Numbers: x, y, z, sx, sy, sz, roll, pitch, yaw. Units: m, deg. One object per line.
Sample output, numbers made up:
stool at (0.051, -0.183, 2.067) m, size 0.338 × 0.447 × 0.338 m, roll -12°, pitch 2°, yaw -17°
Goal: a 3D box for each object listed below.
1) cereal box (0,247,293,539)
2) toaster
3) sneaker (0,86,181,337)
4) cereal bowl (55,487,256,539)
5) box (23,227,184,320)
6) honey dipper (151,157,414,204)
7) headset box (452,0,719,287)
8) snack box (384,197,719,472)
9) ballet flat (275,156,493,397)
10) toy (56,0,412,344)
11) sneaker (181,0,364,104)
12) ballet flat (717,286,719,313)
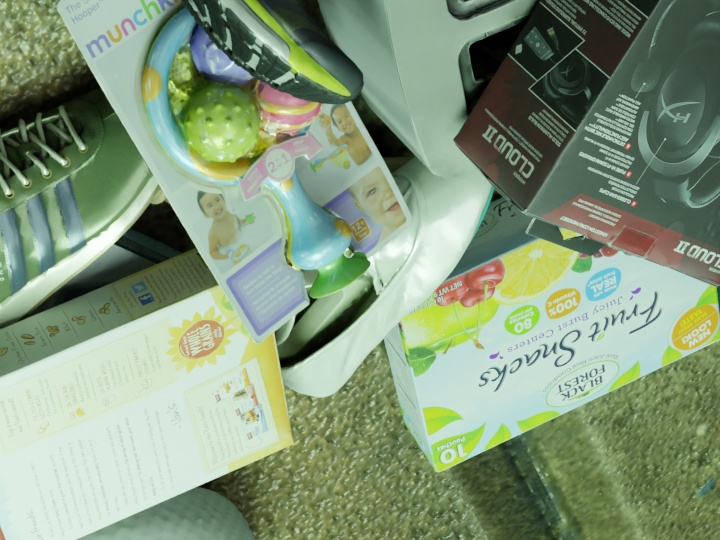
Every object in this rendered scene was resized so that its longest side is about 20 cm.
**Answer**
cereal box at (-0.139, 0.075, 1.235) m, size 0.200 × 0.040 × 0.144 m, roll -22°, pitch 138°, yaw -15°
toaster at (0.063, -0.165, 1.177) m, size 0.200 × 0.119 × 0.181 m, roll -23°, pitch 130°, yaw -12°
sneaker at (-0.177, -0.036, 1.171) m, size 0.200 × 0.067 × 0.090 m, roll -44°, pitch 138°, yaw 11°
cereal bowl at (-0.135, 0.219, 1.339) m, size 0.200 × 0.083 × 0.200 m, roll -25°, pitch 148°, yaw -17°
box at (-0.162, 0.069, 1.277) m, size 0.137 × 0.038 × 0.200 m, roll 27°, pitch 107°, yaw -41°
honey dipper at (-0.034, -0.056, 1.264) m, size 0.200 × 0.038 × 0.038 m, roll -2°, pitch 124°, yaw -33°
headset box at (0.154, -0.091, 1.149) m, size 0.149 × 0.077 × 0.200 m, roll 18°, pitch 112°, yaw -39°
snack box at (0.112, 0.018, 1.382) m, size 0.200 × 0.053 × 0.142 m, roll -24°, pitch 133°, yaw -11°
ballet flat at (0.000, 0.000, 1.274) m, size 0.069 × 0.069 × 0.200 m, roll 10°, pitch 134°, yaw -34°
toy at (-0.050, -0.076, 1.160) m, size 0.115 × 0.047 × 0.200 m, roll -38°, pitch 113°, yaw -25°
sneaker at (-0.057, -0.165, 1.095) m, size 0.081 × 0.074 × 0.200 m, roll -39°, pitch 97°, yaw -11°
ballet flat at (0.230, -0.061, 1.388) m, size 0.071 × 0.069 × 0.200 m, roll -38°, pitch 135°, yaw -26°
